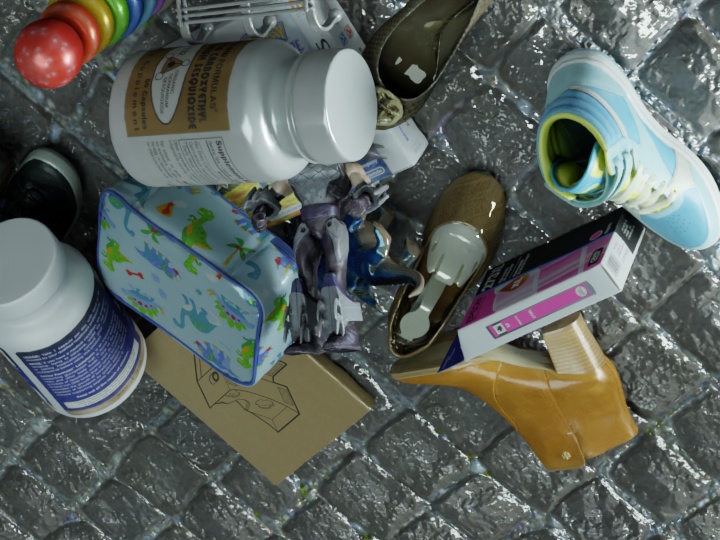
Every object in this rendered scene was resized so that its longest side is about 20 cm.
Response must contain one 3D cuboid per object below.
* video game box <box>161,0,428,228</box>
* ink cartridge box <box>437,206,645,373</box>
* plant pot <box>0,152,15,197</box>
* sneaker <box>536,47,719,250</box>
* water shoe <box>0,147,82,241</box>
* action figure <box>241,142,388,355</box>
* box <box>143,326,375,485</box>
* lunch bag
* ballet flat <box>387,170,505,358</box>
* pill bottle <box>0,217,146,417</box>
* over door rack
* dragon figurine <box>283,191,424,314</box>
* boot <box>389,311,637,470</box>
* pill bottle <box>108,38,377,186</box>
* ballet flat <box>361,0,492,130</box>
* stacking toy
[{"bbox_3d":[-0.070,-0.139,1.575,0.199,0.047,0.183,-22,110,33],"label":"video game box"},{"bbox_3d":[0.145,0.017,1.559,0.199,0.095,0.037,-30,108,36],"label":"ink cartridge box"},{"bbox_3d":[-0.438,-0.083,1.687,0.197,0.201,0.201,28,130,-8],"label":"plant pot"},{"bbox_3d":[0.207,-0.068,1.451,0.200,0.131,0.079,46,126,-13],"label":"sneaker"},{"bbox_3d":[-0.323,-0.028,1.737,0.071,0.079,0.200,32,129,-1],"label":"water shoe"},{"bbox_3d":[-0.033,-0.032,1.521,0.129,0.069,0.202,-7,83,35],"label":"action figure"},{"bbox_3d":[-0.107,0.104,1.775,0.200,0.021,0.163,42,128,-9],"label":"box"},{"bbox_3d":[-0.145,0.002,1.639,0.199,0.082,0.161,34,144,18],"label":"lunch bag"},{"bbox_3d":[0.069,0.005,1.598,0.068,0.072,0.201,28,129,-2],"label":"ballet flat"},{"bbox_3d":[-0.285,0.044,1.704,0.115,0.116,0.200,3,150,21],"label":"pill bottle"},{"bbox_3d":[-0.094,-0.287,1.461,0.147,0.067,0.201,-1,109,35],"label":"over door rack"},{"bbox_3d":[0.000,0.000,1.585,0.059,0.200,0.100,18,113,-39],"label":"dragon figurine"},{"bbox_3d":[0.138,0.120,1.649,0.200,0.071,0.145,-14,114,24],"label":"boot"},{"bbox_3d":[-0.093,-0.128,1.483,0.199,0.115,0.115,-1,123,28],"label":"pill bottle"},{"bbox_3d":[0.056,-0.188,1.461,0.067,0.046,0.200,33,117,-14],"label":"ballet flat"},{"bbox_3d":[-0.221,-0.207,1.490,0.085,0.200,0.086,11,127,15],"label":"stacking toy"}]
